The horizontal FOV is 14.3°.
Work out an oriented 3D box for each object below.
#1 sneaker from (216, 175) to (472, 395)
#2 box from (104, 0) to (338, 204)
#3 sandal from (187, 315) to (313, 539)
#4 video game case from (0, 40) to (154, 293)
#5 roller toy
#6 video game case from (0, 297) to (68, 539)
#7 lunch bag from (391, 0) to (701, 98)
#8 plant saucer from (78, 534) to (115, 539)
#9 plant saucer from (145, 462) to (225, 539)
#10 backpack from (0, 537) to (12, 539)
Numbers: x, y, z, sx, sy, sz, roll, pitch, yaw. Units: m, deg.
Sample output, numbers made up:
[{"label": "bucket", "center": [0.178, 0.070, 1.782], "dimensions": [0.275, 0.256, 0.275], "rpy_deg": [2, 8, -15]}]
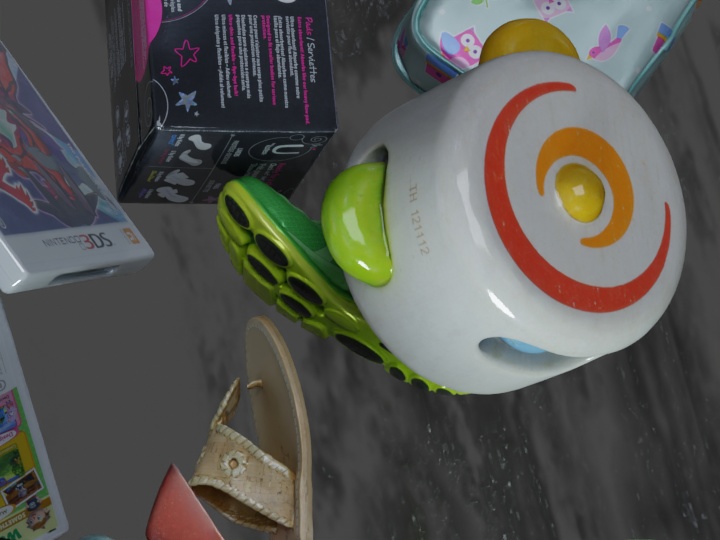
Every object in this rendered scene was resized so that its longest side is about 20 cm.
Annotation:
[{"label": "sneaker", "center": [0.000, 0.000, 1.740], "dimensions": [0.200, 0.074, 0.084], "rpy_deg": [33, 63, -12]}, {"label": "box", "center": [-0.088, -0.153, 1.739], "dimensions": [0.114, 0.132, 0.200], "rpy_deg": [1, 71, -15]}, {"label": "sandal", "center": [-0.066, 0.131, 1.674], "dimensions": [0.070, 0.078, 0.212], "rpy_deg": [-8, 78, -21]}, {"label": "video game case", "center": [-0.217, -0.077, 1.673], "dimensions": [0.023, 0.182, 0.200], "rpy_deg": [-40, 81, 17]}, {"label": "roller toy", "center": [0.093, -0.030, 1.671], "dimensions": [0.183, 0.140, 0.200], "rpy_deg": [50, 52, -12]}, {"label": "video game case", "center": [-0.270, 0.113, 1.595], "dimensions": [0.200, 0.022, 0.182], "rpy_deg": [-28, 120, -27]}, {"label": "lunch bag", "center": [0.121, -0.172, 1.820], "dimensions": [0.160, 0.077, 0.200], "rpy_deg": [34, 68, 3]}, {"label": "plant saucer", "center": [-0.114, 0.240, 1.568], "dimensions": [0.039, 0.201, 0.201], "rpy_deg": [-9, 73, -31]}, {"label": "plant saucer", "center": [-0.059, 0.210, 1.588], "dimensions": [0.037, 0.200, 0.200], "rpy_deg": [-33, 80, -6]}, {"label": "backpack", "center": [-0.219, 0.225, 1.527], "dimensions": [0.200, 0.154, 0.191], "rpy_deg": [11, 31, -4]}]
